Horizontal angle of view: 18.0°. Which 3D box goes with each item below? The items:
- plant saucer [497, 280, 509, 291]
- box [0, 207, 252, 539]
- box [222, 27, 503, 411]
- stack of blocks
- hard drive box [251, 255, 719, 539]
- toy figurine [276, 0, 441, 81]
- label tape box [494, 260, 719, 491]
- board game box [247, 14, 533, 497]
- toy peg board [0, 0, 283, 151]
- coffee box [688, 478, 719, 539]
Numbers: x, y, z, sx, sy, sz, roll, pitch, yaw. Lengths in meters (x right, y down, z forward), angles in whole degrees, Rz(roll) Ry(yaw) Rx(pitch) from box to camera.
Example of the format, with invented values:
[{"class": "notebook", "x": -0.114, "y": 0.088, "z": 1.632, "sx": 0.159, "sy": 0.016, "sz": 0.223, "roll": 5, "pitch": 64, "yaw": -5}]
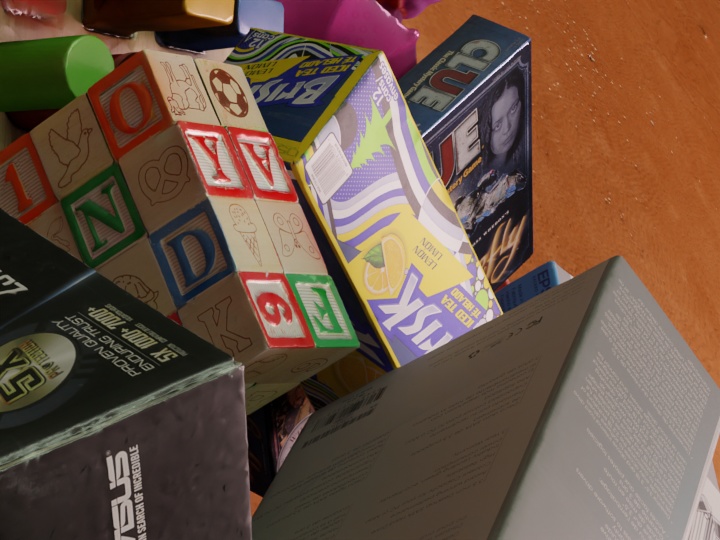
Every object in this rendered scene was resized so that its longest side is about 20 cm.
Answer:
[{"class": "plant saucer", "x": 0.028, "y": 0.032, "z": 1.218, "sx": 0.200, "sy": 0.037, "sz": 0.200, "roll": 11, "pitch": 51, "yaw": -55}, {"class": "box", "x": -0.124, "y": 0.072, "z": 0.681, "sx": 0.086, "sy": 0.164, "sz": 0.200, "roll": -22, "pitch": 36, "yaw": -33}, {"class": "box", "x": 0.000, "y": 0.000, "z": 0.901, "sx": 0.064, "sy": 0.070, "sz": 0.200, "roll": -54, "pitch": 138, "yaw": -28}, {"class": "stack of blocks", "x": -0.111, "y": 0.022, "z": 0.818, "sx": 0.059, "sy": 0.200, "sz": 0.115, "roll": 3, "pitch": 59, "yaw": -58}, {"class": "hard drive box", "x": 0.029, "y": 0.100, "z": 0.787, "sx": 0.077, "sy": 0.156, "sz": 0.200, "roll": 52, "pitch": 32, "yaw": -13}, {"class": "toy figurine", "x": -0.002, "y": -0.148, "z": 1.079, "sx": 0.150, "sy": 0.200, "sz": 0.184, "roll": 60, "pitch": 4, "yaw": -43}, {"class": "label tape box", "x": 0.150, "y": 0.104, "z": 1.233, "sx": 0.200, "sy": 0.066, "sz": 0.143, "roll": 33, "pitch": 36, "yaw": -37}, {"class": "board game box", "x": 0.008, "y": -0.006, "z": 1.017, "sx": 0.200, "sy": 0.035, "sz": 0.136, "roll": -43, "pitch": 145, "yaw": -33}, {"class": "toy peg board", "x": -0.089, "y": -0.129, "z": 0.880, "sx": 0.199, "sy": 0.098, "sz": 0.200, "roll": 6, "pitch": 85, "yaw": -50}, {"class": "coffee box", "x": 0.072, "y": 0.206, "z": 0.925, "sx": 0.200, "sy": 0.198, "sz": 0.200, "roll": 51, "pitch": 29, "yaw": -14}]
